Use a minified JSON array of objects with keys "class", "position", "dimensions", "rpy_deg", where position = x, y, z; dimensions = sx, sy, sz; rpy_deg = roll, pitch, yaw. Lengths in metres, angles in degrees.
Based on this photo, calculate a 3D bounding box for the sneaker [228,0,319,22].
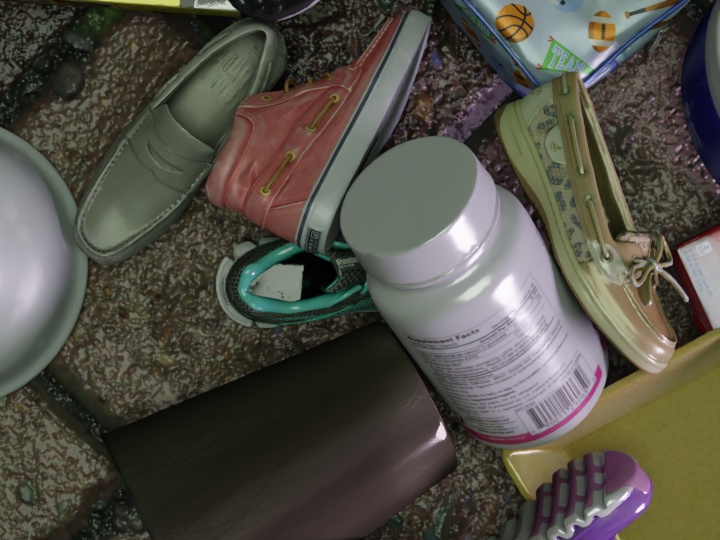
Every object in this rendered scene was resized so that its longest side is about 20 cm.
[{"class":"sneaker","position":[-0.009,-0.243,1.235],"dimensions":[0.072,0.083,0.200],"rpy_deg":[44,103,2]}]

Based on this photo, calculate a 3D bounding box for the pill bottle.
[{"class":"pill bottle","position":[0.073,0.015,1.197],"dimensions":[0.113,0.114,0.200],"rpy_deg":[-36,130,0]}]

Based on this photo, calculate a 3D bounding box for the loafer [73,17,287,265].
[{"class":"loafer","position":[-0.124,-0.089,1.265],"dimensions":[0.070,0.070,0.201],"rpy_deg":[37,89,0]}]

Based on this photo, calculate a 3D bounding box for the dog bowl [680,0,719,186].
[{"class":"dog bowl","position":[0.316,-0.124,1.236],"dimensions":[0.198,0.079,0.202],"rpy_deg":[3,72,-9]}]

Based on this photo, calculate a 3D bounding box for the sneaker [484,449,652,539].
[{"class":"sneaker","position":[0.131,0.201,1.247],"dimensions":[0.088,0.081,0.200],"rpy_deg":[41,119,-6]}]

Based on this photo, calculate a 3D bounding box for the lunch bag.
[{"class":"lunch bag","position":[0.129,-0.219,1.267],"dimensions":[0.160,0.076,0.200],"rpy_deg":[-39,90,-2]}]

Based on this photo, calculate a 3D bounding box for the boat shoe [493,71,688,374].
[{"class":"boat shoe","position":[0.154,-0.031,1.198],"dimensions":[0.062,0.073,0.201],"rpy_deg":[-31,79,19]}]

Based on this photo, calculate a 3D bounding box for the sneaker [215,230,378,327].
[{"class":"sneaker","position":[0.000,0.000,1.258],"dimensions":[0.198,0.091,0.078],"rpy_deg":[-15,92,-1]}]

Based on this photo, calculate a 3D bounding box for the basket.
[{"class":"basket","position":[-0.049,0.129,1.236],"dimensions":[0.199,0.181,0.137],"rpy_deg":[-29,131,-9]}]

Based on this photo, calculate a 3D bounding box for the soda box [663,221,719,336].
[{"class":"soda box","position":[0.279,0.062,1.275],"dimensions":[0.070,0.063,0.201],"rpy_deg":[-25,90,0]}]

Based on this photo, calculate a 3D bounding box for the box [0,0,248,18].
[{"class":"box","position":[-0.165,-0.215,1.275],"dimensions":[0.198,0.050,0.076],"rpy_deg":[5,91,0]}]

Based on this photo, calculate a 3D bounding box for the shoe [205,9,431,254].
[{"class":"shoe","position":[-0.026,-0.108,1.241],"dimensions":[0.090,0.072,0.201],"rpy_deg":[23,60,7]}]

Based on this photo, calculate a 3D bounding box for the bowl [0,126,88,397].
[{"class":"bowl","position":[-0.285,-0.006,1.256],"dimensions":[0.199,0.090,0.203],"rpy_deg":[0,90,-1]}]

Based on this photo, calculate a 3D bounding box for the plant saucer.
[{"class":"plant saucer","position":[0.223,0.154,1.250],"dimensions":[0.199,0.048,0.201],"rpy_deg":[-32,91,32]}]
